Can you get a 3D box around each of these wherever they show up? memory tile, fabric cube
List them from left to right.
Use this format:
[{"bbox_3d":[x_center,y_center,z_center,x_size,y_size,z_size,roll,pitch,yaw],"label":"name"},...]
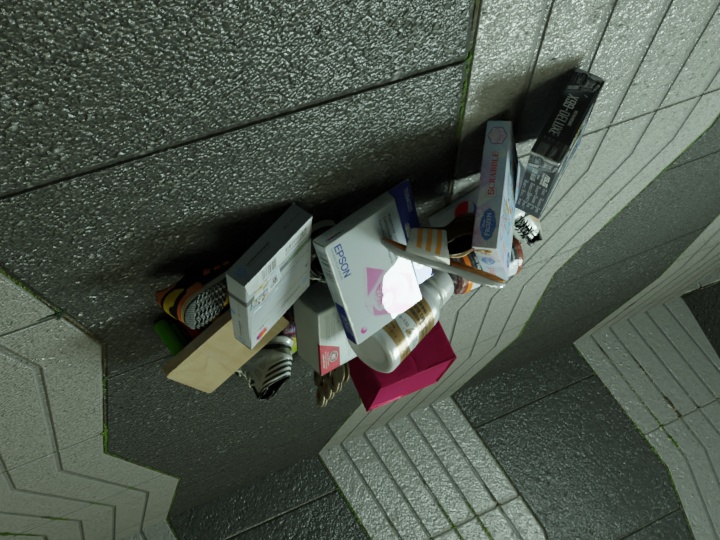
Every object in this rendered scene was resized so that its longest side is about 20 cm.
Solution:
[{"bbox_3d":[-0.073,0.209,1.700,0.017,0.155,0.200,2,150,-23],"label":"memory tile"},{"bbox_3d":[0.070,0.170,1.702,0.197,0.201,0.197,-19,161,-18],"label":"fabric cube"}]

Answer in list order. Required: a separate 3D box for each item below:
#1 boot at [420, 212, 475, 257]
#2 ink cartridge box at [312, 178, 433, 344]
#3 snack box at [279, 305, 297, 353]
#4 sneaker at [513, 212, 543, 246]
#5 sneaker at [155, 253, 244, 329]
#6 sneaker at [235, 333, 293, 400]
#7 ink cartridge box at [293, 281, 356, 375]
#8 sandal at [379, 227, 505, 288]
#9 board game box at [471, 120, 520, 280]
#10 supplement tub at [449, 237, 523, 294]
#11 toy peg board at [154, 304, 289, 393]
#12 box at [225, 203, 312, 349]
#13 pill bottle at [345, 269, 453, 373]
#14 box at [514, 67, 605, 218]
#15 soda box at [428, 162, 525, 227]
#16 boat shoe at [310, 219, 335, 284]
[{"bbox_3d":[0.177,-0.052,1.269,0.075,0.075,0.199,7,-163,42],"label":"boot"},{"bbox_3d":[0.036,-0.013,1.209,0.199,0.043,0.198,-34,126,-21],"label":"ink cartridge box"},{"bbox_3d":[-0.105,0.102,1.532,0.141,0.053,0.201,-21,160,-18],"label":"snack box"},{"bbox_3d":[0.322,-0.103,1.507,0.073,0.081,0.199,-32,158,22],"label":"sneaker"},{"bbox_3d":[-0.225,0.012,1.158,0.200,0.089,0.071,-37,142,-47],"label":"sneaker"},{"bbox_3d":[-0.225,0.196,1.470,0.198,0.117,0.076,-11,152,18],"label":"sneaker"},{"bbox_3d":[-0.020,0.080,1.408,0.198,0.083,0.148,-26,131,-31],"label":"ink cartridge box"},{"bbox_3d":[0.130,-0.030,1.152,0.204,0.060,0.079,18,-173,-3],"label":"sandal"},{"bbox_3d":[0.221,-0.106,1.215,0.041,0.203,0.200,5,167,17],"label":"board game box"},{"bbox_3d":[0.235,-0.014,1.578,0.198,0.108,0.107,-19,159,-20],"label":"supplement tub"},{"bbox_3d":[-0.252,0.101,1.329,0.199,0.098,0.200,-41,161,-3],"label":"toy peg board"},{"bbox_3d":[-0.136,0.014,1.158,0.156,0.041,0.201,-49,162,-27],"label":"box"},{"bbox_3d":[0.075,0.075,1.339,0.200,0.114,0.115,-44,171,-29],"label":"pill bottle"},{"bbox_3d":[0.308,-0.194,1.186,0.159,0.049,0.200,-59,167,-16],"label":"box"},{"bbox_3d":[0.228,-0.113,1.387,0.198,0.064,0.068,-31,158,13],"label":"soda box"},{"bbox_3d":[-0.080,-0.008,1.272,0.072,0.063,0.200,-14,157,-28],"label":"boat shoe"}]
